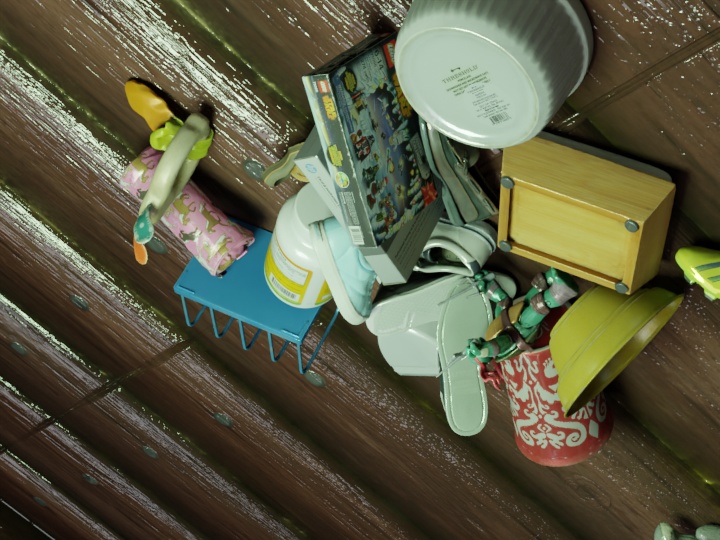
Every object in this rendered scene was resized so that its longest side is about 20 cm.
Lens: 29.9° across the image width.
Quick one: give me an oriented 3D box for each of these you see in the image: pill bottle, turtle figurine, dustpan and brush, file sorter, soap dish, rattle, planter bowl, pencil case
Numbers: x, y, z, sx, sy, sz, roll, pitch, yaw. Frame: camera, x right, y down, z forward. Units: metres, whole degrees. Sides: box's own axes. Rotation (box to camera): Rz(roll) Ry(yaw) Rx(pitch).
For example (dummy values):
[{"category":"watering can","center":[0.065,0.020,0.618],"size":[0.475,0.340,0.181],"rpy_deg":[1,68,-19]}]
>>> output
[{"category":"pill bottle","center":[-0.059,-0.038,1.744],"size":[0.110,0.112,0.200],"rpy_deg":[30,154,2]},{"category":"turtle figurine","center":[0.175,0.055,1.622],"size":[0.200,0.150,0.100],"rpy_deg":[-40,119,22]},{"category":"dustpan and brush","center":[0.062,0.067,1.869],"size":[0.138,0.058,0.200],"rpy_deg":[-3,141,39]},{"category":"file sorter","center":[-0.138,0.038,1.908],"size":[0.198,0.140,0.123],"rpy_deg":[21,150,15]},{"category":"soap dish","center":[0.243,-0.065,1.510],"size":[0.198,0.082,0.158],"rpy_deg":[21,146,18]},{"category":"rattle","center":[-0.286,-0.131,1.735],"size":[0.142,0.201,0.130],"rpy_deg":[34,170,-15]},{"category":"planter bowl","center":[0.283,0.073,1.587],"size":[0.083,0.200,0.201],"rpy_deg":[46,150,16]},{"category":"pencil case","center":[-0.238,-0.084,1.841],"size":[0.200,0.083,0.087],"rpy_deg":[43,144,6]}]

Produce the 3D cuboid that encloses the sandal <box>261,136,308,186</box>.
[{"category":"sandal","center":[-0.059,-0.135,1.659],"size":[0.054,0.080,0.200],"rpy_deg":[57,150,-2]}]

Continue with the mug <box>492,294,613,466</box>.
[{"category":"mug","center":[0.225,0.136,1.750],"size":[0.176,0.134,0.201],"rpy_deg":[7,137,30]}]

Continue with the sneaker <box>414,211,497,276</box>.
[{"category":"sneaker","center":[0.072,-0.039,1.690],"size":[0.198,0.071,0.073],"rpy_deg":[9,142,34]}]

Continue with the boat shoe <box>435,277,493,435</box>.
[{"category":"boat shoe","center":[0.127,0.105,1.713],"size":[0.075,0.203,0.060],"rpy_deg":[2,-171,-6]}]

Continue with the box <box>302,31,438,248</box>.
[{"category":"box","center":[0.015,-0.144,1.486],"size":[0.040,0.137,0.202],"rpy_deg":[0,117,37]}]

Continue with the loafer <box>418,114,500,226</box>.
[{"category":"loafer","center":[0.116,-0.129,1.556],"size":[0.062,0.072,0.201],"rpy_deg":[-6,143,15]}]

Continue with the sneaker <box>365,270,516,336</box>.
[{"category":"sneaker","center":[0.103,0.023,1.762],"size":[0.198,0.099,0.071],"rpy_deg":[-14,115,9]}]

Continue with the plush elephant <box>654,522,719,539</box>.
[{"category":"plush elephant","center":[0.528,0.435,1.877],"size":[0.198,0.167,0.155],"rpy_deg":[5,165,-13]}]

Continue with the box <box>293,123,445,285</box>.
[{"category":"box","center":[0.020,-0.109,1.564],"size":[0.041,0.157,0.201],"rpy_deg":[-8,130,41]}]

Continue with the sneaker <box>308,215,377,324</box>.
[{"category":"sneaker","center":[0.000,0.000,1.643],"size":[0.081,0.075,0.200],"rpy_deg":[-17,149,5]}]

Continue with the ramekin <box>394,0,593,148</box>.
[{"category":"ramekin","center":[0.128,-0.219,1.377],"size":[0.198,0.106,0.201],"rpy_deg":[21,146,15]}]

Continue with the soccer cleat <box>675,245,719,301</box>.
[{"category":"soccer cleat","center":[0.446,0.012,1.484],"size":[0.199,0.065,0.084],"rpy_deg":[28,118,12]}]
